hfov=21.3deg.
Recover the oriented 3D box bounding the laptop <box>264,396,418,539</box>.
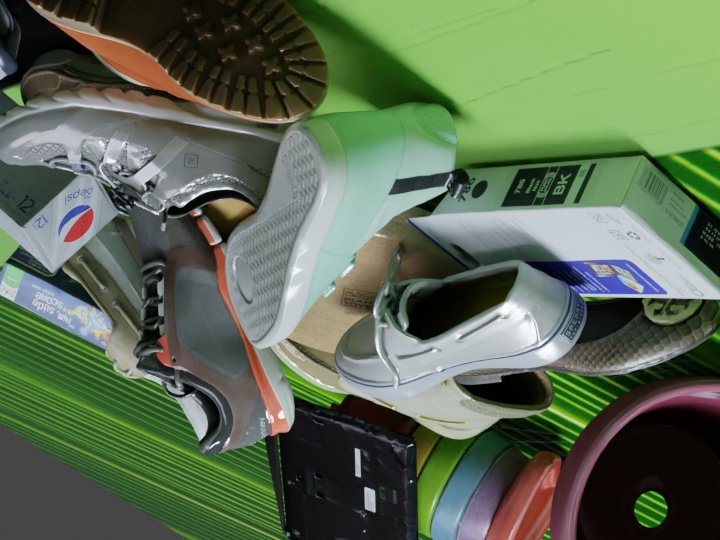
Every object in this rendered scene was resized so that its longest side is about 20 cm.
[{"bbox_3d":[-0.023,0.143,1.614,0.199,0.103,0.178,17,135,21],"label":"laptop"}]

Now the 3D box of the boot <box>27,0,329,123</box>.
[{"bbox_3d":[-0.097,-0.132,1.112,0.199,0.075,0.107,28,169,19],"label":"boot"}]

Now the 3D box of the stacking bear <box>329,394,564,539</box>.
[{"bbox_3d":[0.065,0.163,1.622,0.199,0.114,0.121,29,178,20],"label":"stacking bear"}]

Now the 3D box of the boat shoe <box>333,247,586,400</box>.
[{"bbox_3d":[0.038,0.028,1.185,0.086,0.075,0.201,37,151,-31],"label":"boat shoe"}]

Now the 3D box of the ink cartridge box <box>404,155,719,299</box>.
[{"bbox_3d":[0.122,-0.023,1.133,0.099,0.039,0.199,37,159,-30],"label":"ink cartridge box"}]

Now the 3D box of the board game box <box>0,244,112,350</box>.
[{"bbox_3d":[-0.172,0.016,1.524,0.199,0.136,0.035,28,126,0],"label":"board game box"}]

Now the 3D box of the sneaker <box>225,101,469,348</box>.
[{"bbox_3d":[-0.006,-0.024,1.143,0.074,0.117,0.201,62,148,22],"label":"sneaker"}]

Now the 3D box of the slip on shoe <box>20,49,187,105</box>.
[{"bbox_3d":[-0.177,-0.104,1.305,0.199,0.061,0.076,8,154,47],"label":"slip on shoe"}]

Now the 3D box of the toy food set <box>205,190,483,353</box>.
[{"bbox_3d":[0.000,0.000,1.279,0.198,0.049,0.198,1,149,11],"label":"toy food set"}]

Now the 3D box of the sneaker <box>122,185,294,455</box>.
[{"bbox_3d":[-0.117,0.030,1.257,0.201,0.082,0.077,63,163,0],"label":"sneaker"}]

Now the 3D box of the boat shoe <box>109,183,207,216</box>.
[{"bbox_3d":[-0.100,-0.057,1.321,0.199,0.062,0.073,9,154,43],"label":"boat shoe"}]

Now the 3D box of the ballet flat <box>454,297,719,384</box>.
[{"bbox_3d":[0.133,0.035,1.203,0.199,0.067,0.047,-9,110,39],"label":"ballet flat"}]

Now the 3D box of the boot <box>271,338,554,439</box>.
[{"bbox_3d":[0.036,0.064,1.446,0.199,0.073,0.155,26,164,-13],"label":"boot"}]

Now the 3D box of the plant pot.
[{"bbox_3d":[0.217,0.168,1.310,0.199,0.201,0.179,29,178,-5],"label":"plant pot"}]

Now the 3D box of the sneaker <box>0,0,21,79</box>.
[{"bbox_3d":[-0.303,-0.179,1.294,0.200,0.108,0.070,53,178,28],"label":"sneaker"}]

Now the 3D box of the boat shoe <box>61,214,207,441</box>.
[{"bbox_3d":[-0.157,0.051,1.429,0.201,0.068,0.075,61,175,14],"label":"boat shoe"}]

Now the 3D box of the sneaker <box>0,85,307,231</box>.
[{"bbox_3d":[-0.133,-0.067,1.181,0.198,0.083,0.075,2,175,7],"label":"sneaker"}]

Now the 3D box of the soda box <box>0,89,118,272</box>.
[{"bbox_3d":[-0.266,-0.086,1.377,0.200,0.068,0.064,37,163,31],"label":"soda box"}]
